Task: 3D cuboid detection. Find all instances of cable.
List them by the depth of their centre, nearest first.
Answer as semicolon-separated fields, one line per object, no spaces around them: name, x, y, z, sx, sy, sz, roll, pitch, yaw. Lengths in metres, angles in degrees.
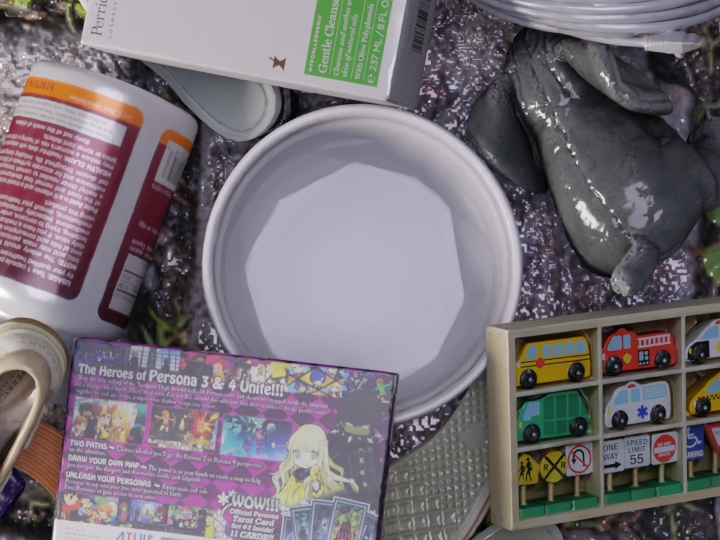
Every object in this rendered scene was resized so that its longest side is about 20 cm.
cable;0.146;-0.211;1.588;0.199;0.200;0.069;5;123;5

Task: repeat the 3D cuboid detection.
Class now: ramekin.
ramekin;0.000;0.000;1.609;0.199;0.105;0.201;0;86;-2

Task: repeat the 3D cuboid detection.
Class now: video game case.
video game case;-0.084;0.140;1.533;0.199;0.036;0.182;6;90;4

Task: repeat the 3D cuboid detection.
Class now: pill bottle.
pill bottle;-0.188;-0.021;1.601;0.114;0.114;0.201;20;85;0

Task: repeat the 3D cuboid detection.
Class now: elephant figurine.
elephant figurine;0.135;-0.098;1.600;0.141;0.155;0.200;-40;96;-14

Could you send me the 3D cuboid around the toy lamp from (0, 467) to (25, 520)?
toy lamp;-0.303;0.092;1.617;0.200;0.058;0.058;34;85;1

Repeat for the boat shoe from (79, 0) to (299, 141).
boat shoe;-0.118;-0.162;1.643;0.076;0.060;0.200;-40;81;19

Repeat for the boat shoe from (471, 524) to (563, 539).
boat shoe;0.066;0.245;1.614;0.072;0.061;0.201;33;85;24

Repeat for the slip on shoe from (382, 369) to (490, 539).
slip on shoe;0.065;0.129;1.622;0.074;0.061;0.200;42;98;24

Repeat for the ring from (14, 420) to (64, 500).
ring;-0.244;0.172;1.594;0.200;0.019;0.201;0;112;1

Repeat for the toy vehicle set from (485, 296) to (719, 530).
toy vehicle set;0.170;0.087;1.591;0.199;0.026;0.125;-7;98;-29

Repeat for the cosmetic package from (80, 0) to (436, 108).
cosmetic package;-0.058;-0.168;1.551;0.199;0.085;0.108;10;92;13

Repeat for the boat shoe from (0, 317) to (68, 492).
boat shoe;-0.246;0.118;1.528;0.072;0.065;0.200;35;109;-12
